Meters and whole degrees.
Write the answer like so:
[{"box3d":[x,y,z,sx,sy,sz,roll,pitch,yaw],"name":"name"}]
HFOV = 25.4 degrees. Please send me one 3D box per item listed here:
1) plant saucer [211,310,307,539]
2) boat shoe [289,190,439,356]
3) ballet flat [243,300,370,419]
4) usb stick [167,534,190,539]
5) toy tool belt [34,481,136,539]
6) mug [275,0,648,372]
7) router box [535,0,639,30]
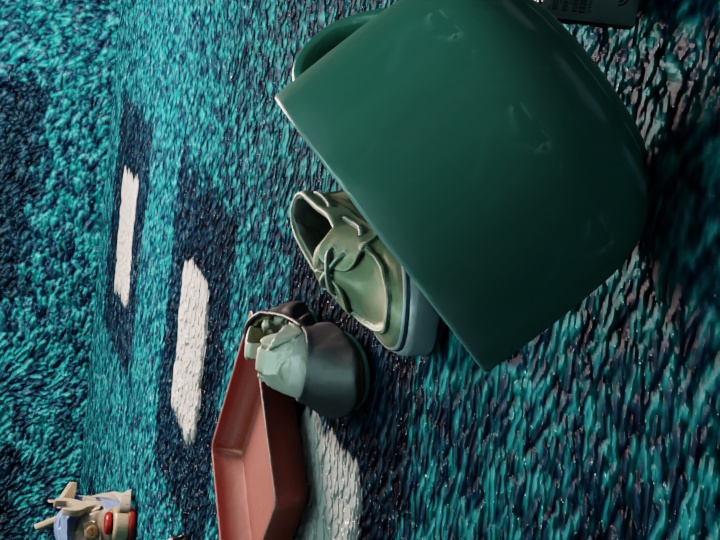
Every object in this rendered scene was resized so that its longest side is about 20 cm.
[{"box3d":[-0.086,0.172,1.355,0.200,0.037,0.200,110,157,-45],"name":"plant saucer"},{"box3d":[0.000,0.000,1.033,0.200,0.062,0.072,-125,41,-64],"name":"boat shoe"},{"box3d":[-0.050,0.065,1.188,0.200,0.073,0.073,-145,60,-72],"name":"ballet flat"},{"box3d":[-0.214,0.369,1.779,0.200,0.033,0.056,109,151,-43],"name":"usb stick"},{"box3d":[-0.389,0.360,2.241,0.200,0.122,0.125,147,125,-70],"name":"toy tool belt"},{"box3d":[0.044,-0.062,0.699,0.185,0.114,0.152,53,-178,11],"name":"mug"},{"box3d":[0.099,-0.226,0.745,0.149,0.051,0.201,-122,38,-67],"name":"router box"}]
